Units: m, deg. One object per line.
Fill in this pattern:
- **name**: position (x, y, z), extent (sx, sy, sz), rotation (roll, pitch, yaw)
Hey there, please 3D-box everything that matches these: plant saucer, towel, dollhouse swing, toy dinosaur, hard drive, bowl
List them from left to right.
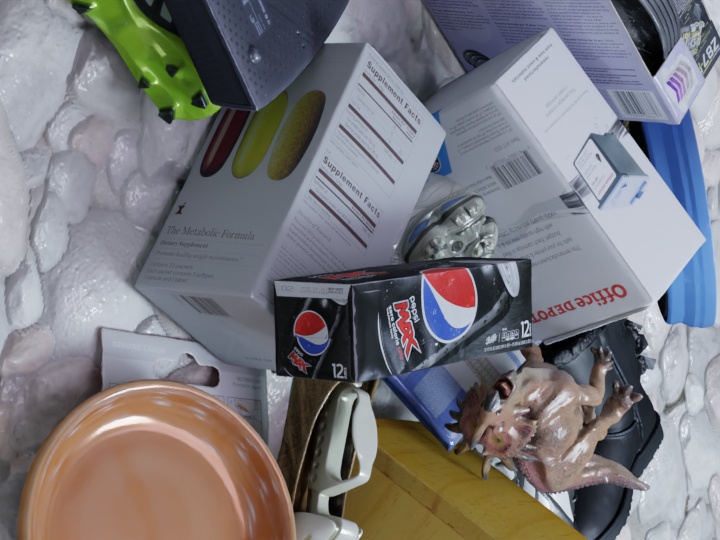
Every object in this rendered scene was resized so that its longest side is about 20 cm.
- **plant saucer**: position (-0.133, 0.172, 1.267), extent (0.199, 0.037, 0.201), rotation (10, 72, -34)
- **hard drive**: position (-0.072, -0.194, 1.289), extent (0.135, 0.042, 0.200), rotation (65, 28, -21)
- **dollhouse swing**: position (0.039, 0.233, 1.426), extent (0.181, 0.200, 0.176), rotation (11, 110, -57)
- **towel**: position (0.075, 0.020, 1.511), extent (0.147, 0.024, 0.200), rotation (47, 58, -10)
- **toy dinosaur**: position (0.134, 0.122, 1.470), extent (0.136, 0.086, 0.200), rotation (-55, 127, -27)
- **bowl**: position (0.246, -0.052, 1.571), extent (0.201, 0.039, 0.202), rotation (-9, 90, -86)

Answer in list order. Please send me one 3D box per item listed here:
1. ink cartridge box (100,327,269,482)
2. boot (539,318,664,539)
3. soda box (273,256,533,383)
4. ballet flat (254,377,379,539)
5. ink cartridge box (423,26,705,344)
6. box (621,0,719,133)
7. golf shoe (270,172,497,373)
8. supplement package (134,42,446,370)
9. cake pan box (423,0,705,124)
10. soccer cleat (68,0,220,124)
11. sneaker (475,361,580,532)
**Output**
- **ink cartridge box**: position (-0.129, 0.149, 1.347), extent (0.161, 0.050, 0.201), rotation (11, 69, -48)
- **boot**: position (0.187, 0.124, 1.657), extent (0.198, 0.073, 0.163), rotation (-52, 132, -38)
- **soda box**: position (0.032, 0.029, 1.298), extent (0.200, 0.071, 0.064), rotation (-8, 98, -51)
- **ballet flat**: position (-0.025, 0.148, 1.349), extent (0.068, 0.072, 0.201), rotation (26, 73, -44)
- **ink cartridge box**: position (0.135, -0.059, 1.466), extent (0.200, 0.146, 0.086), rotation (51, 56, -11)
- **box**: position (0.223, -0.177, 1.666), extent (0.200, 0.049, 0.161), rotation (-57, 131, -25)
- **golf shoe**: position (0.000, 0.000, 1.432), extent (0.200, 0.097, 0.078), rotation (-32, 135, -13)
- **supplement package**: position (-0.045, -0.044, 1.341), extent (0.110, 0.113, 0.201), rotation (44, 60, -42)
- **cake pan box**: position (0.139, -0.191, 1.460), extent (0.052, 0.200, 0.184), rotation (-56, 130, -22)
- **soccer cleat**: position (-0.145, -0.185, 1.259), extent (0.200, 0.067, 0.081), rotation (58, 32, -31)
- **sneaker**: position (0.148, 0.156, 1.572), extent (0.090, 0.066, 0.201), rotation (-28, 105, 6)
